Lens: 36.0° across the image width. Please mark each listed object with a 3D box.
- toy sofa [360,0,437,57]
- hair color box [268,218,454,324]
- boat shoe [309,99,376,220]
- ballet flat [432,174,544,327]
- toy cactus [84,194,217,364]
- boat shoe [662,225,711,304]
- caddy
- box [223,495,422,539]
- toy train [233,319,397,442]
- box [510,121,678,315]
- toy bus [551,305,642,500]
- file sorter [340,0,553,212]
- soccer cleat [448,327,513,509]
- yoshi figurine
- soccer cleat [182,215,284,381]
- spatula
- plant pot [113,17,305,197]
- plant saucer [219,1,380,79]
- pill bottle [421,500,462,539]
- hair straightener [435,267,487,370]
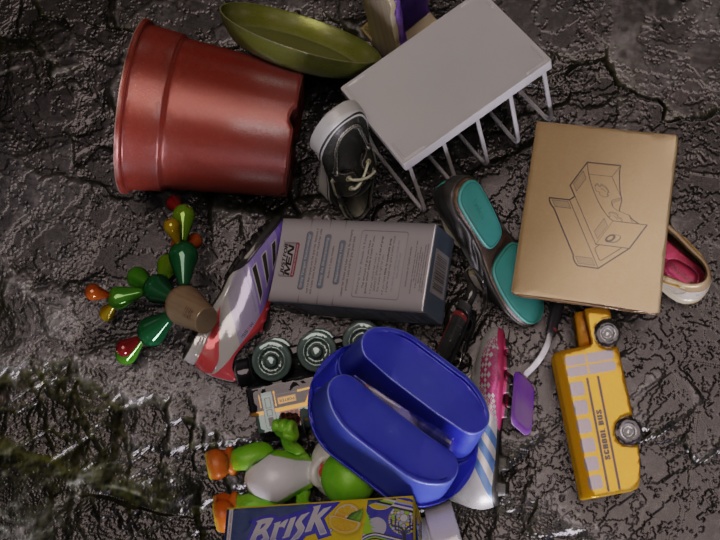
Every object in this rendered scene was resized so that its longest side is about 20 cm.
[{"bbox_3d":[0.046,-0.318,1.285,0.082,0.200,0.098,-39,70,-5],"label":"toy sofa"},{"bbox_3d":[0.000,0.000,1.255,0.197,0.061,0.101,4,76,28],"label":"hair color box"},{"bbox_3d":[-0.009,-0.119,1.244,0.070,0.200,0.064,-36,72,-11],"label":"boat shoe"},{"bbox_3d":[0.143,-0.024,1.266,0.068,0.068,0.202,-41,113,-28],"label":"ballet flat"},{"bbox_3d":[-0.224,0.021,1.266,0.164,0.102,0.202,26,84,43],"label":"toy cactus"},{"bbox_3d":[0.317,-0.041,1.263,0.199,0.069,0.074,35,82,11],"label":"boat shoe"},{"bbox_3d":[0.039,0.155,1.166,0.199,0.105,0.142,37,65,4],"label":"caddy"},{"bbox_3d":[-0.038,0.278,1.124,0.196,0.065,0.071,-6,52,10],"label":"box"},{"bbox_3d":[-0.042,0.124,1.258,0.197,0.085,0.116,-11,90,0],"label":"toy train"},{"bbox_3d":[0.262,-0.061,1.233,0.161,0.021,0.203,7,78,15],"label":"box"},{"bbox_3d":[0.261,0.146,1.230,0.077,0.065,0.203,-11,77,4],"label":"toy bus"},{"bbox_3d":[0.107,-0.189,1.277,0.199,0.125,0.139,-35,58,-3],"label":"file sorter"},{"bbox_3d":[0.125,0.161,1.236,0.085,0.070,0.204,1,76,12],"label":"soccer cleat"},{"bbox_3d":[-0.065,0.224,1.201,0.196,0.114,0.113,-8,44,-5],"label":"yoshi figurine"},{"bbox_3d":[-0.132,0.032,1.298,0.073,0.068,0.202,31,80,-9],"label":"soccer cleat"},{"bbox_3d":[0.206,0.088,1.259,0.020,0.056,0.202,8,68,38],"label":"spatula"},{"bbox_3d":[-0.167,-0.173,1.285,0.192,0.201,0.204,9,78,-1],"label":"plant pot"},{"bbox_3d":[-0.074,-0.267,1.305,0.197,0.200,0.031,23,112,9],"label":"plant saucer"},{"bbox_3d":[0.016,0.320,1.189,0.197,0.110,0.111,-17,76,1],"label":"pill bottle"},{"bbox_3d":[0.097,0.093,1.252,0.040,0.077,0.203,21,98,22],"label":"hair straightener"}]
